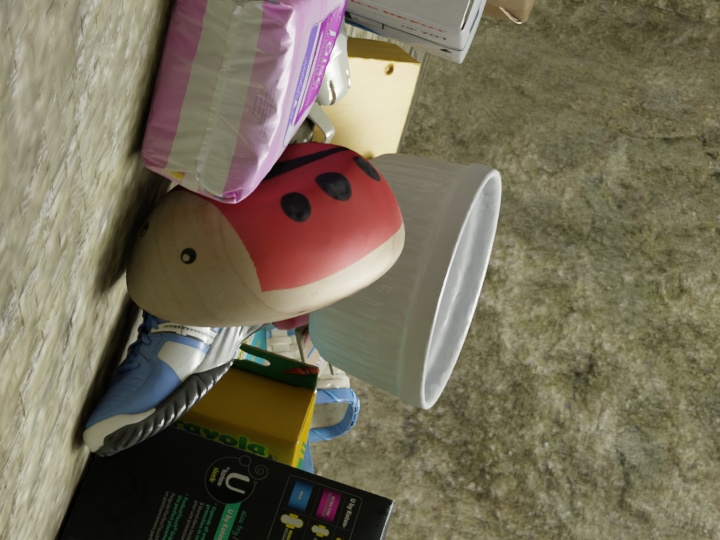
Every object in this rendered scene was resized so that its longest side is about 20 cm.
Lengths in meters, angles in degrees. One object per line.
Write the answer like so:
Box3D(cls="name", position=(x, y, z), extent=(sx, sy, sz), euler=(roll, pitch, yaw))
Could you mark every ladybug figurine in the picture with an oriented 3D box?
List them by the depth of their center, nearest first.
Box3D(cls="ladybug figurine", position=(-0.054, -0.028, 0.979), extent=(0.199, 0.135, 0.072), euler=(-25, 127, -42))

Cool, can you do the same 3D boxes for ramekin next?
Box3D(cls="ramekin", position=(0.034, 0.000, 1.293), extent=(0.200, 0.104, 0.201), euler=(17, 90, -78))

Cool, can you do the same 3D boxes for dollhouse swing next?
Box3D(cls="dollhouse swing", position=(-0.063, -0.118, 1.415), extent=(0.181, 0.176, 0.201), euler=(-1, 116, -43))

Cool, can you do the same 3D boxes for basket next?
Box3D(cls="basket", position=(-0.070, 0.164, 1.688), extent=(0.177, 0.138, 0.201), euler=(101, -23, -65))

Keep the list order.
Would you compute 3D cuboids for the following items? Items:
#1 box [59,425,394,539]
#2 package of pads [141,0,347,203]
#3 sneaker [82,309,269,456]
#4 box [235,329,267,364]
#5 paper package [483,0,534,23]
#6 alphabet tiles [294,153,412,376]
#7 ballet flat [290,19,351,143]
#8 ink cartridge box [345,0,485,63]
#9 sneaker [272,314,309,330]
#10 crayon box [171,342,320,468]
Box3D(cls="box", position=(-0.093, 0.201, 1.087), extent=(0.149, 0.199, 0.125), euler=(103, 6, -63))
Box3D(cls="package of pads", position=(-0.063, -0.127, 0.951), extent=(0.200, 0.075, 0.121), euler=(-65, 175, -68))
Box3D(cls="sneaker", position=(-0.118, 0.038, 1.033), extent=(0.076, 0.077, 0.200), euler=(-26, -159, 52))
Box3D(cls="box", position=(-0.105, 0.038, 1.195), extent=(0.200, 0.049, 0.083), euler=(93, 14, -58))
Box3D(cls="paper package", position=(0.100, -0.360, 1.514), extent=(0.104, 0.189, 0.201), euler=(80, 27, -75))
Box3D(cls="alphabet tiles", position=(0.000, 0.000, 1.405), extent=(0.201, 0.006, 0.167), euler=(-58, 159, -25))
Box3D(cls="ballet flat", position=(-0.038, -0.135, 1.204), extent=(0.067, 0.064, 0.200), euler=(-37, 163, -39))
Box3D(cls="ink cartridge box", position=(0.032, -0.245, 1.342), extent=(0.200, 0.146, 0.086), euler=(-22, 131, -86))
Box3D(cls="sneaker", position=(-0.061, -0.019, 1.228), extent=(0.200, 0.078, 0.096), euler=(82, -6, -63))
Box3D(cls="crayon box", position=(-0.104, 0.120, 1.153), extent=(0.201, 0.126, 0.051), euler=(102, 7, -53))
